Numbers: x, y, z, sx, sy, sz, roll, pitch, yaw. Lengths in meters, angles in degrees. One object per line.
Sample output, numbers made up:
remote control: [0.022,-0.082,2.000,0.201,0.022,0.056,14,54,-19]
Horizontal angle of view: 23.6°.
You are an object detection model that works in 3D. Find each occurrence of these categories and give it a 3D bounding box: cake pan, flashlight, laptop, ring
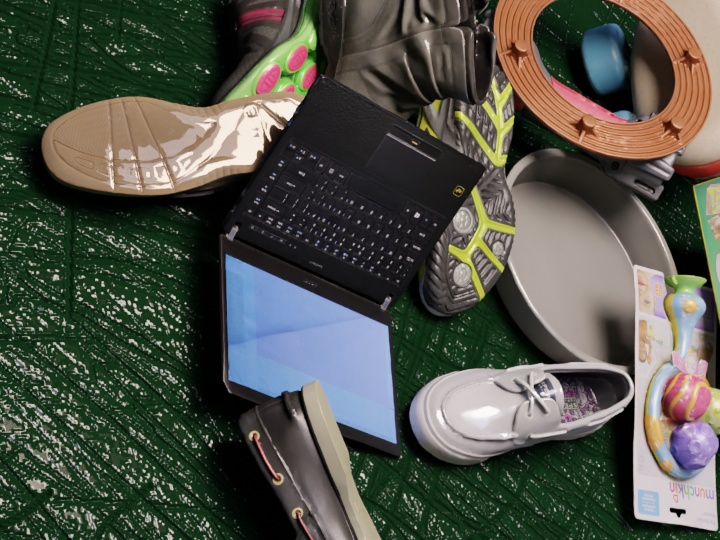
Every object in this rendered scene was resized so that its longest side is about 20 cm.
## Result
cake pan: [0.180,-0.003,1.410,0.199,0.037,0.202,20,55,-31]
flashlight: [0.176,-0.140,1.428,0.199,0.068,0.068,28,42,1]
laptop: [0.000,0.000,1.187,0.177,0.201,0.103,25,14,-42]
ring: [0.202,-0.178,1.414,0.199,0.019,0.202,10,57,-16]

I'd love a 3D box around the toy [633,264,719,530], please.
toy: [0.266,0.100,1.375,0.115,0.047,0.202,14,69,-42]

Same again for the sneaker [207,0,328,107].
sneaker: [-0.065,-0.173,1.290,0.201,0.083,0.077,-62,148,-29]

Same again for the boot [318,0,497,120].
boot: [0.035,-0.127,1.249,0.068,0.130,0.202,-17,109,-53]

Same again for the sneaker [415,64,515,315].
sneaker: [0.073,-0.061,1.336,0.075,0.076,0.202,19,73,-34]

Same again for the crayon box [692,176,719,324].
crayon box: [0.349,0.039,1.465,0.172,0.058,0.201,39,40,-55]

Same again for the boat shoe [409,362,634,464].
boat shoe: [0.126,0.100,1.282,0.199,0.068,0.073,5,63,-38]

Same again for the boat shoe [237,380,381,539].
boat shoe: [-0.020,0.175,1.126,0.074,0.063,0.203,-67,135,-85]

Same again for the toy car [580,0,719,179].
toy car: [0.320,-0.139,1.549,0.200,0.183,0.178,42,38,-54]

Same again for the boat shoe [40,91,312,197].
boat shoe: [-0.124,-0.081,1.183,0.199,0.065,0.072,-11,77,-23]
